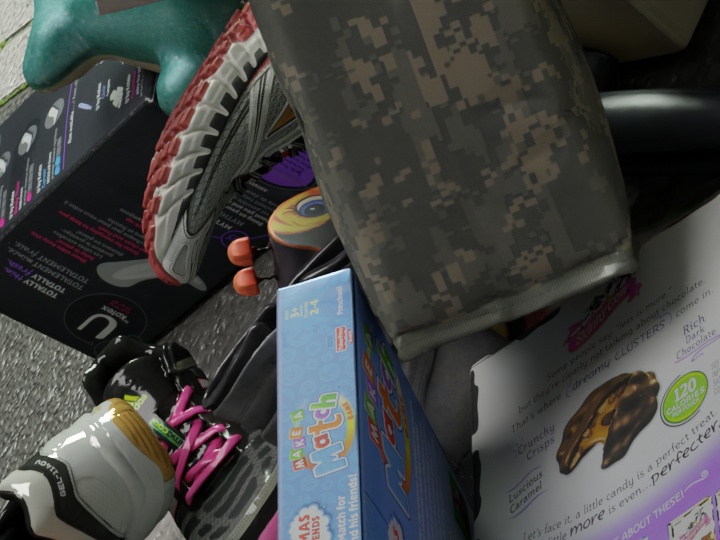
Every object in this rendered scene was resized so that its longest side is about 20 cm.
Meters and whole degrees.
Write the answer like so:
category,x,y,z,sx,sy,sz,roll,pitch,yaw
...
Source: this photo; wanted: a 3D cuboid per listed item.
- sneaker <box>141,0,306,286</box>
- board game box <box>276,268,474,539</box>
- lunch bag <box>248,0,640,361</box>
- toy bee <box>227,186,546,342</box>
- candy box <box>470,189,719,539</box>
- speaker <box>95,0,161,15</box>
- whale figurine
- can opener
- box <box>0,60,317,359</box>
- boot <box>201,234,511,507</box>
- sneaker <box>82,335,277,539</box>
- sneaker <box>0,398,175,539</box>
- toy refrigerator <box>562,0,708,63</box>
category,x,y,z,sx,sy,sz,roll,pitch,yaw
sneaker,-0.029,-0.077,1.126,0.201,0.082,0.078,-57,8,-1
board game box,0.018,0.121,0.980,0.036,0.200,0.152,-14,44,12
lunch bag,0.035,-0.069,1.026,0.117,0.165,0.200,-21,5,8
toy bee,0.000,0.000,1.199,0.108,0.132,0.200,-22,15,-15
candy box,0.120,0.088,0.961,0.168,0.071,0.201,-38,36,37
speaker,-0.038,-0.179,1.194,0.199,0.082,0.081,-15,34,-5
whale figurine,-0.095,-0.154,1.302,0.199,0.104,0.160,-11,60,25
can opener,0.106,-0.062,1.126,0.200,0.063,0.079,6,90,59
box,-0.125,-0.054,1.446,0.200,0.122,0.107,-38,36,36
boot,-0.017,0.087,1.118,0.201,0.131,0.070,-56,14,6
sneaker,-0.089,0.087,1.288,0.074,0.087,0.200,-51,28,1
sneaker,-0.151,0.142,1.274,0.076,0.087,0.201,45,148,25
toy refrigerator,0.088,-0.138,1.227,0.200,0.070,0.076,-6,53,57
